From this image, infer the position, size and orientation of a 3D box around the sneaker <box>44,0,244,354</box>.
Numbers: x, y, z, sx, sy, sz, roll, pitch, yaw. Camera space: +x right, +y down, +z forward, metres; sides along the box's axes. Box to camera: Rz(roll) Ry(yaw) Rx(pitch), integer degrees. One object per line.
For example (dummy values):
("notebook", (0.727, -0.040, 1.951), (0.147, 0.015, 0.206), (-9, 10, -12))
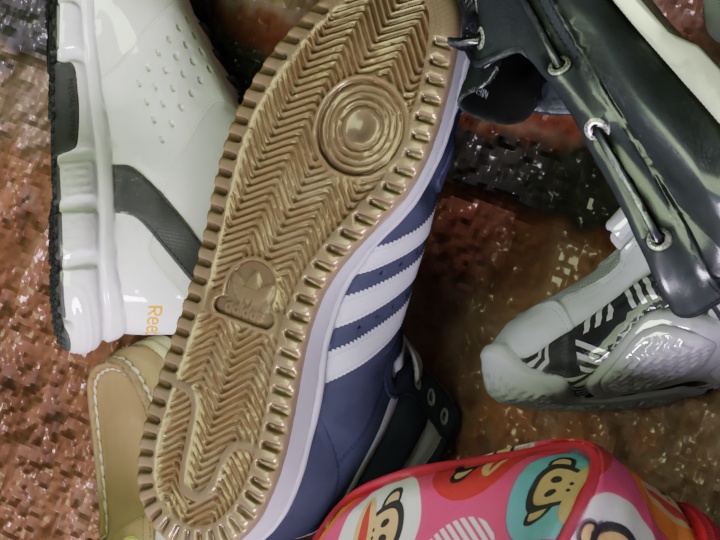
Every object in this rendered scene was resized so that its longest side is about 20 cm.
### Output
("sneaker", (-0.076, -0.064, 1.020), (0.080, 0.074, 0.201), (-2, 70, -7))

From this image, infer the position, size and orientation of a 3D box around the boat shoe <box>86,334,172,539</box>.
("boat shoe", (-0.070, 0.120, 0.972), (0.074, 0.066, 0.201), (-40, 61, 57))

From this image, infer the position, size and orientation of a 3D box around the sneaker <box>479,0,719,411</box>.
("sneaker", (0.119, -0.032, 0.882), (0.200, 0.075, 0.115), (-24, 71, 24))

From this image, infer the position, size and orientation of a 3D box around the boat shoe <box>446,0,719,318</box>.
("boat shoe", (0.061, -0.063, 0.838), (0.066, 0.074, 0.199), (-43, 64, 8))

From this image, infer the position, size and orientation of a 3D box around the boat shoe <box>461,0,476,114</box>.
("boat shoe", (0.070, -0.120, 0.926), (0.068, 0.072, 0.200), (38, 97, 31))

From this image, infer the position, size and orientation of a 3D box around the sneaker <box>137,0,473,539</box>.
("sneaker", (0.000, 0.000, 0.931), (0.070, 0.108, 0.200), (25, 97, 30))

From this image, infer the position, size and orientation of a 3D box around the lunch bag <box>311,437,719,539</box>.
("lunch bag", (0.019, 0.157, 0.849), (0.176, 0.082, 0.200), (-18, 49, 49))
